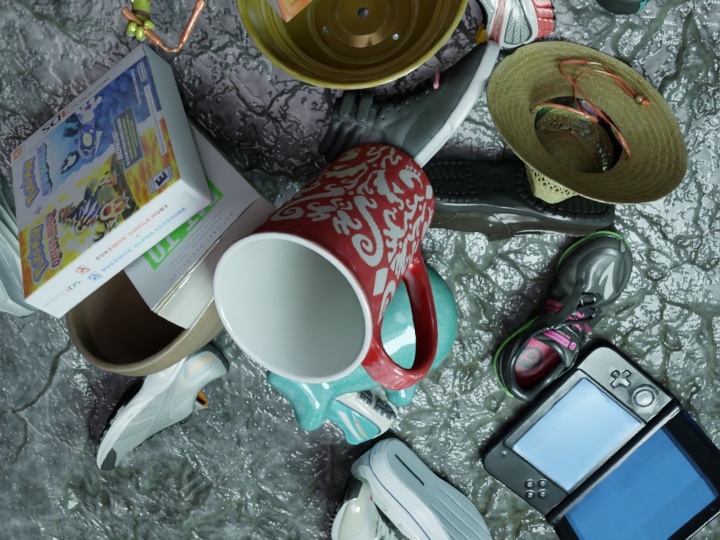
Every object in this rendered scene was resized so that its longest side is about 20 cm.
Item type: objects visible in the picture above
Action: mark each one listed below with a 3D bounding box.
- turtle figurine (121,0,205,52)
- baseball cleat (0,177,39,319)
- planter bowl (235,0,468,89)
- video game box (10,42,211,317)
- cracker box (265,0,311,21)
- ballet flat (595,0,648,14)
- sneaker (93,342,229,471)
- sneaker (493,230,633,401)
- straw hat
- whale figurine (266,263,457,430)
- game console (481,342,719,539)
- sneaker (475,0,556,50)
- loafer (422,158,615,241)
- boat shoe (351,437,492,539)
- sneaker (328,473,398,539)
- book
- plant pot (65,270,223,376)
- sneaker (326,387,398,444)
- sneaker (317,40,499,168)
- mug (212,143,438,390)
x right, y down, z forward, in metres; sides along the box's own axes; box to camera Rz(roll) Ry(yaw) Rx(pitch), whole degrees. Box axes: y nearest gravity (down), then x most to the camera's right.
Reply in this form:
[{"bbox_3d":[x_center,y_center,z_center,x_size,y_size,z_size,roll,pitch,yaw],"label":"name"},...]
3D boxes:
[{"bbox_3d":[-0.207,-0.297,0.752,0.161,0.064,0.201,7,91,-2],"label":"turtle figurine"},{"bbox_3d":[-0.389,-0.035,0.853,0.106,0.070,0.200,-29,105,12],"label":"baseball cleat"},{"bbox_3d":[-0.002,-0.240,0.734,0.199,0.083,0.201,-1,82,8],"label":"planter bowl"},{"bbox_3d":[-0.235,-0.086,0.766,0.182,0.200,0.047,-36,140,15],"label":"video game box"},{"bbox_3d":[-0.078,-0.321,0.682,0.134,0.058,0.200,-42,78,-3],"label":"cracker box"},{"bbox_3d":[0.190,-0.306,0.724,0.068,0.068,0.200,-42,102,14],"label":"ballet flat"},{"bbox_3d":[-0.218,0.150,0.910,0.079,0.074,0.200,37,107,-15],"label":"sneaker"},{"bbox_3d":[0.209,0.053,0.844,0.077,0.084,0.200,27,109,-7],"label":"sneaker"},{"bbox_3d":[0.189,-0.109,0.762,0.200,0.202,0.085,19,141,-4],"label":"straw hat"},{"bbox_3d":[0.009,0.068,0.815,0.200,0.104,0.159,-36,102,-21],"label":"whale figurine"},{"bbox_3d":[0.253,0.209,0.881,0.171,0.118,0.200,38,107,-11],"label":"game console"},{"bbox_3d":[0.099,-0.284,0.733,0.082,0.078,0.201,-24,107,12],"label":"sneaker"},{"bbox_3d":[0.146,-0.066,0.822,0.199,0.073,0.071,7,148,-4],"label":"loafer"},{"bbox_3d":[0.072,0.270,0.947,0.067,0.074,0.200,-34,98,38],"label":"boat shoe"},{"bbox_3d":[0.021,0.296,0.921,0.093,0.070,0.200,12,132,13],"label":"sneaker"},{"bbox_3d":[-0.171,-0.061,0.766,0.134,0.200,0.048,-50,141,3],"label":"book"},{"bbox_3d":[-0.184,0.011,0.824,0.200,0.201,0.093,-34,147,14],"label":"plant pot"},{"bbox_3d":[-0.052,0.113,0.889,0.200,0.078,0.080,42,118,-10],"label":"sneaker"},{"bbox_3d":[0.035,-0.149,0.776,0.099,0.071,0.200,37,119,-9],"label":"sneaker"},{"bbox_3d":[-0.011,-0.001,0.720,0.133,0.200,0.178,-8,117,28],"label":"mug"}]
